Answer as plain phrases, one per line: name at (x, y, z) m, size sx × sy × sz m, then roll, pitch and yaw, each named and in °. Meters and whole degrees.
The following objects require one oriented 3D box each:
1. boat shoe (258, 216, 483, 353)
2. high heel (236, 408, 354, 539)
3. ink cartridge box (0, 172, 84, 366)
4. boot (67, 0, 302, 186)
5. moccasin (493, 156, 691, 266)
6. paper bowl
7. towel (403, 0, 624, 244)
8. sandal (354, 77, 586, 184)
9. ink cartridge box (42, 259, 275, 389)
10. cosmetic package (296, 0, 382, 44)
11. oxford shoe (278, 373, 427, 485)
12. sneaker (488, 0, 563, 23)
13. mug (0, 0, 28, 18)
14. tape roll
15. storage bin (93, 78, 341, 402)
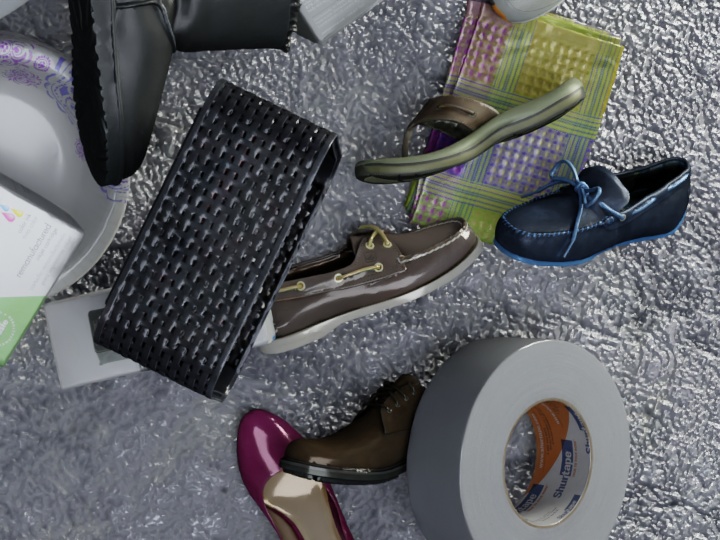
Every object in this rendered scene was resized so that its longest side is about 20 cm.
boat shoe at (0.000, 0.000, 1.655) m, size 0.199 × 0.072 × 0.060 m, roll -23°, pitch 109°, yaw -1°
high heel at (-0.038, 0.206, 1.681) m, size 0.067 × 0.096 × 0.201 m, roll -32°, pitch 110°, yaw -6°
ink cartridge box at (-0.310, -0.033, 1.446) m, size 0.200 × 0.067 × 0.117 m, roll 30°, pitch 94°, yaw -21°
boot at (-0.123, -0.165, 1.473) m, size 0.162 × 0.073 × 0.199 m, roll -11°, pitch 113°, yaw -24°
moccasin at (0.187, -0.058, 1.675) m, size 0.199 × 0.080 × 0.068 m, roll -18°, pitch 135°, yaw -40°
paper bowl at (-0.277, -0.078, 1.538) m, size 0.200 × 0.104 × 0.202 m, roll -4°, pitch 105°, yaw -16°
towel at (0.126, -0.120, 1.689) m, size 0.143 × 0.023 × 0.201 m, roll 14°, pitch 100°, yaw -19°
sandal at (0.082, -0.116, 1.633) m, size 0.200 × 0.080 × 0.058 m, roll -25°, pitch 92°, yaw -15°
ink cartridge box at (-0.169, 0.043, 1.569) m, size 0.199 × 0.116 × 0.068 m, roll -12°, pitch 90°, yaw 1°
cosmetic package at (-0.062, -0.279, 1.551) m, size 0.090 × 0.107 × 0.200 m, roll -37°, pitch 109°, yaw -4°
oxford shoe at (0.017, 0.127, 1.683) m, size 0.199 × 0.073 × 0.085 m, roll -9°, pitch 101°, yaw -37°
sneaker at (0.179, -0.275, 1.622) m, size 0.200 × 0.092 × 0.076 m, roll -45°, pitch 98°, yaw -3°
mug at (-0.281, -0.265, 1.446) m, size 0.148 × 0.199 × 0.176 m, roll -50°, pitch 119°, yaw -40°
tape roll at (0.131, 0.154, 1.690) m, size 0.200 × 0.066 × 0.201 m, roll -2°, pitch 93°, yaw -42°
storage bin at (-0.097, -0.018, 1.444) m, size 0.093 × 0.135 × 0.201 m, roll 26°, pitch 86°, yaw 3°
